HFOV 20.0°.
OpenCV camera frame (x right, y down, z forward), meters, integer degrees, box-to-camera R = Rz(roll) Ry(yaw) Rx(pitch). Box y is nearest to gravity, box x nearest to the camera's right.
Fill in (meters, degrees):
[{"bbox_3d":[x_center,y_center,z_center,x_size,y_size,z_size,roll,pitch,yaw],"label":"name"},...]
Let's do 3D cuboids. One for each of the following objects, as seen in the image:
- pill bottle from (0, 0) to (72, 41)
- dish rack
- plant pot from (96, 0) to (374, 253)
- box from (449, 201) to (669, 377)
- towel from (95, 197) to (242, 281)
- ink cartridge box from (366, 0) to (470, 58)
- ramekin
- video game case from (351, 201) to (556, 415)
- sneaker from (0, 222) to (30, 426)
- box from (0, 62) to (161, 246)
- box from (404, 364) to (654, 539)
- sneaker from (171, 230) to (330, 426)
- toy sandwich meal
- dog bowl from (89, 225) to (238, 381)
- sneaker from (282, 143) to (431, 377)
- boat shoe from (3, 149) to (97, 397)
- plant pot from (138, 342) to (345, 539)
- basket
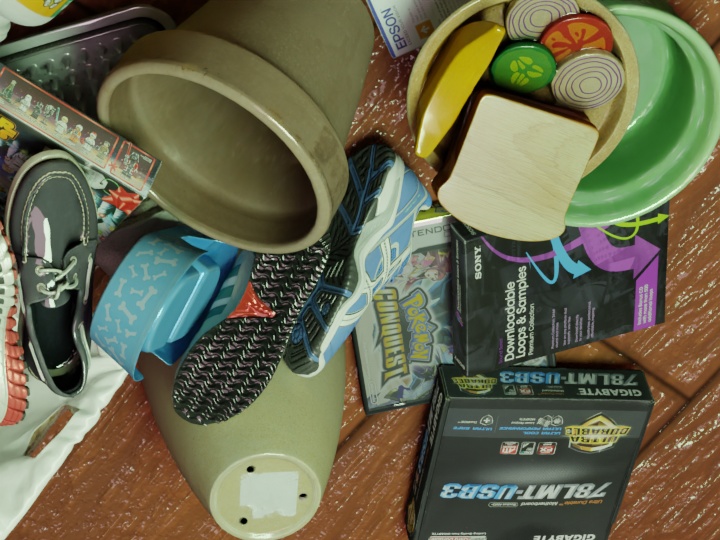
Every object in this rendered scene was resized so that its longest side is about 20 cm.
[{"bbox_3d":[-0.237,-0.253,1.503,0.200,0.113,0.113,-39,121,15],"label":"pill bottle"},{"bbox_3d":[-0.225,-0.125,1.632,0.198,0.044,0.173,-16,124,1],"label":"dish rack"},{"bbox_3d":[-0.074,-0.142,1.550,0.199,0.175,0.201,23,149,15],"label":"plant pot"},{"bbox_3d":[0.173,0.004,1.765,0.198,0.036,0.144,-14,124,-16],"label":"box"},{"bbox_3d":[-0.125,-0.034,1.689,0.198,0.035,0.133,-23,147,7],"label":"towel"},{"bbox_3d":[0.078,-0.289,1.579,0.198,0.043,0.197,-21,124,8],"label":"ink cartridge box"},{"bbox_3d":[0.189,-0.145,1.658,0.198,0.098,0.202,-5,124,-7],"label":"ramekin"},{"bbox_3d":[0.078,0.028,1.797,0.179,0.026,0.202,-11,124,-3],"label":"video game case"},{"bbox_3d":[-0.298,0.026,1.507,0.081,0.078,0.202,-12,105,-27],"label":"sneaker"},{"bbox_3d":[-0.266,-0.093,1.551,0.199,0.040,0.137,31,146,-15],"label":"box"},{"bbox_3d":[0.152,0.176,1.879,0.198,0.050,0.200,2,128,-12],"label":"box"},{"bbox_3d":[-0.085,0.034,1.653,0.070,0.093,0.201,29,99,-5],"label":"sneaker"},{"bbox_3d":[0.125,-0.120,1.560,0.203,0.070,0.207,-4,123,-6],"label":"toy sandwich meal"},{"bbox_3d":[-0.154,0.019,1.586,0.049,0.200,0.112,29,99,6],"label":"dog bowl"},{"bbox_3d":[0.000,0.000,1.683,0.077,0.075,0.201,31,83,-40],"label":"sneaker"},{"bbox_3d":[-0.222,0.006,1.520,0.072,0.063,0.202,-11,128,-23],"label":"boat shoe"},{"bbox_3d":[-0.091,0.128,1.728,0.185,0.201,0.189,-5,123,-7],"label":"plant pot"},{"bbox_3d":[-0.327,0.075,1.640,0.200,0.160,0.199,42,79,-30],"label":"basket"}]
